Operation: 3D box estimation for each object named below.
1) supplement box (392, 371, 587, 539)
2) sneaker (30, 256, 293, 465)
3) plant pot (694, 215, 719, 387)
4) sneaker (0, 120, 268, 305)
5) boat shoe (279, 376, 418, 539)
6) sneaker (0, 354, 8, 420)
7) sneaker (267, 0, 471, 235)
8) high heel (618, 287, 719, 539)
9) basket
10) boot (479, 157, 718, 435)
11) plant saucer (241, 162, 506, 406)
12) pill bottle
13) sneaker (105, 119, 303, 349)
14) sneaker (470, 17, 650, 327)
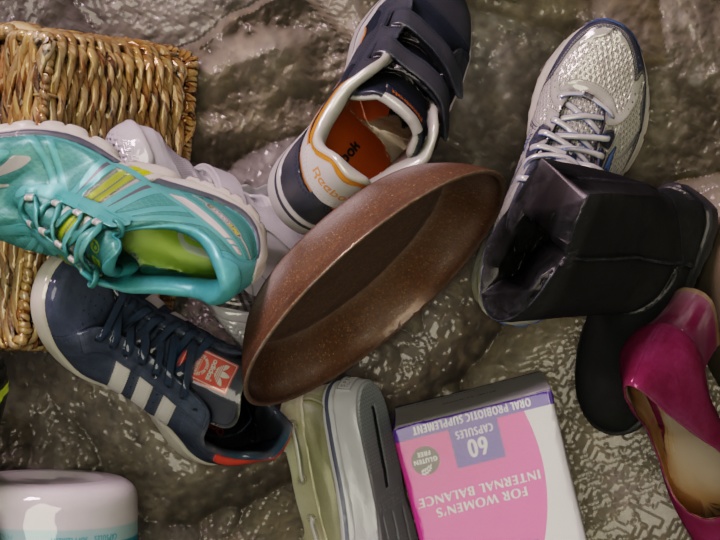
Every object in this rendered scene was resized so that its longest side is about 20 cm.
[{"bbox_3d":[0.091,0.175,1.557,0.101,0.103,0.201,-14,94,2],"label":"supplement box"},{"bbox_3d":[-0.112,0.053,1.520,0.200,0.084,0.075,41,66,-40],"label":"sneaker"},{"bbox_3d":[0.297,0.024,1.492,0.186,0.200,0.189,0,93,3],"label":"plant pot"},{"bbox_3d":[-0.150,-0.030,1.434,0.199,0.080,0.078,13,117,4],"label":"sneaker"},{"bbox_3d":[-0.004,0.167,1.585,0.062,0.072,0.201,-9,89,27],"label":"boat shoe"},{"bbox_3d":[-0.276,0.131,1.486,0.076,0.075,0.201,15,73,24],"label":"sneaker"},{"bbox_3d":[0.023,-0.106,1.516,0.078,0.079,0.201,39,59,-14],"label":"sneaker"},{"bbox_3d":[0.195,0.116,1.522,0.067,0.096,0.201,12,128,28],"label":"high heel"},{"bbox_3d":[-0.204,-0.051,1.579,0.142,0.149,0.201,7,93,35],"label":"basket"},{"bbox_3d":[0.133,0.021,1.492,0.065,0.200,0.166,19,99,26],"label":"boot"},{"bbox_3d":[0.000,0.000,1.493,0.200,0.200,0.037,-42,73,3],"label":"plant saucer"},{"bbox_3d":[-0.193,0.228,1.566,0.110,0.111,0.202,1,93,2],"label":"pill bottle"},{"bbox_3d":[-0.069,-0.040,1.540,0.115,0.075,0.200,-39,127,-5],"label":"sneaker"},{"bbox_3d":[0.128,-0.058,1.552,0.077,0.085,0.201,19,93,1],"label":"sneaker"}]
